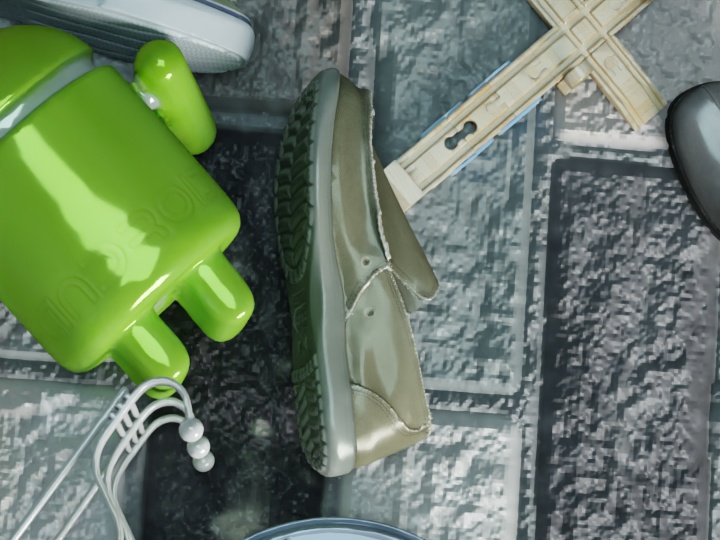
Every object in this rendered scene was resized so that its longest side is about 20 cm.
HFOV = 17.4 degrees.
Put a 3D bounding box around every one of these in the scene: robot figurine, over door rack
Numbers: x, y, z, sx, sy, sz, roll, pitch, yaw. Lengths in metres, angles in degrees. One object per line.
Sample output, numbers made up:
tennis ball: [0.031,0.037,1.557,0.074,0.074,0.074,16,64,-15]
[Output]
robot figurine: [-0.138,-0.033,1.132,0.175,0.116,0.200,-43,88,-11]
over door rack: [-0.145,0.141,1.096,0.200,0.148,0.067,-43,83,-9]

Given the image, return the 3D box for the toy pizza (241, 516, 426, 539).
toy pizza: [-0.014,0.223,1.156,0.198,0.032,0.202,0,84,-4]

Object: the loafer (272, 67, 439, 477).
loafer: [0.000,0.000,1.171,0.069,0.075,0.202,-2,88,-17]

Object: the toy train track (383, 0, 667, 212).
toy train track: [0.084,-0.098,1.203,0.200,0.033,0.115,-40,88,-8]

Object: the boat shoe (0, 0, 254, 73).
boat shoe: [-0.145,-0.153,1.170,0.199,0.072,0.062,17,76,-2]

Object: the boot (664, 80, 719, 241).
boot: [0.231,-0.018,1.158,0.070,0.132,0.201,-34,87,-8]
